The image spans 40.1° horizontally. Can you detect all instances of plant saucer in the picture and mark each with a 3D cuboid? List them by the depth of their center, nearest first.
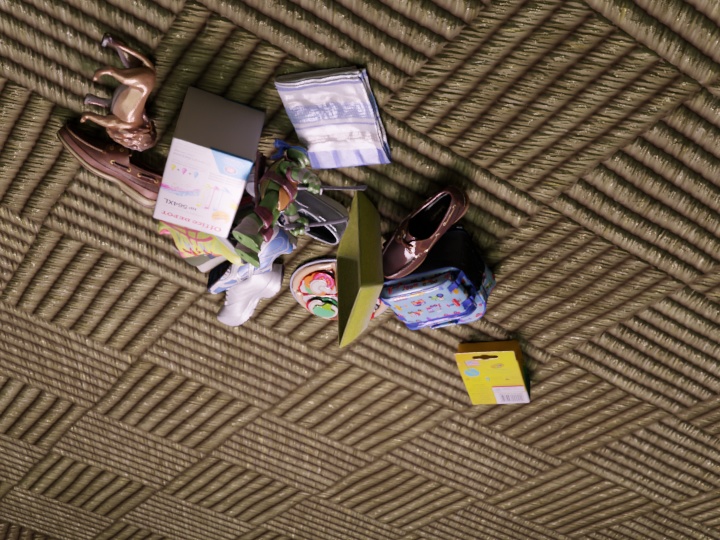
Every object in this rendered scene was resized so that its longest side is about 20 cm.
[{"bbox_3d":[0.000,0.000,1.677,0.047,0.202,0.201,5,145,-11],"label":"plant saucer"}]

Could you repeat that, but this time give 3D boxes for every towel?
[{"bbox_3d":[-0.039,-0.229,1.518,0.145,0.024,0.201,-2,143,16],"label":"towel"}]

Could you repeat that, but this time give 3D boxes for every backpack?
[{"bbox_3d":[0.143,0.033,1.743,0.180,0.136,0.200,-11,143,27],"label":"backpack"}]

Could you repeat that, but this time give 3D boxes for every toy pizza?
[{"bbox_3d":[-0.039,0.047,1.886,0.197,0.032,0.201,6,144,4],"label":"toy pizza"}]

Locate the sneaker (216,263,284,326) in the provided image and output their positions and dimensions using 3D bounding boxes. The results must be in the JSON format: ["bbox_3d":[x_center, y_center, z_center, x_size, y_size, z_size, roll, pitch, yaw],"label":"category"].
[{"bbox_3d":[-0.224,0.034,1.878,0.086,0.075,0.200,25,133,-25],"label":"sneaker"}]

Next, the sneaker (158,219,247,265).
[{"bbox_3d":[-0.263,-0.053,1.656,0.199,0.091,0.078,34,-167,27],"label":"sneaker"}]

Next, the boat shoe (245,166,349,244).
[{"bbox_3d":[-0.113,-0.106,1.654,0.199,0.072,0.070,26,142,-12],"label":"boat shoe"}]

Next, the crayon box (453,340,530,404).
[{"bbox_3d":[0.271,0.202,2.014,0.125,0.051,0.201,-4,143,17],"label":"crayon box"}]

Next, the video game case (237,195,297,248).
[{"bbox_3d":[-0.232,-0.067,1.786,0.198,0.018,0.143,-13,139,27],"label":"video game case"}]

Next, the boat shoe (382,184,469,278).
[{"bbox_3d":[0.094,-0.063,1.620,0.070,0.070,0.200,46,111,14],"label":"boat shoe"}]

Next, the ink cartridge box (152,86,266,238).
[{"bbox_3d":[-0.241,-0.157,1.551,0.127,0.126,0.201,16,136,-11],"label":"ink cartridge box"}]

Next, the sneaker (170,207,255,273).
[{"bbox_3d":[-0.256,-0.065,1.719,0.089,0.068,0.199,33,137,-28],"label":"sneaker"}]

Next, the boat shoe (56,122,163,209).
[{"bbox_3d":[-0.405,-0.185,1.631,0.199,0.072,0.068,36,104,-21],"label":"boat shoe"}]

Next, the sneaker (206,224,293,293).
[{"bbox_3d":[-0.201,-0.011,1.756,0.077,0.076,0.199,32,129,-30],"label":"sneaker"}]

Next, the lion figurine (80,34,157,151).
[{"bbox_3d":[-0.350,-0.265,1.498,0.121,0.073,0.200,14,140,-20],"label":"lion figurine"}]

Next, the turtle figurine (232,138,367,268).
[{"bbox_3d":[-0.100,-0.089,1.533,0.200,0.195,0.143,45,158,-22],"label":"turtle figurine"}]
